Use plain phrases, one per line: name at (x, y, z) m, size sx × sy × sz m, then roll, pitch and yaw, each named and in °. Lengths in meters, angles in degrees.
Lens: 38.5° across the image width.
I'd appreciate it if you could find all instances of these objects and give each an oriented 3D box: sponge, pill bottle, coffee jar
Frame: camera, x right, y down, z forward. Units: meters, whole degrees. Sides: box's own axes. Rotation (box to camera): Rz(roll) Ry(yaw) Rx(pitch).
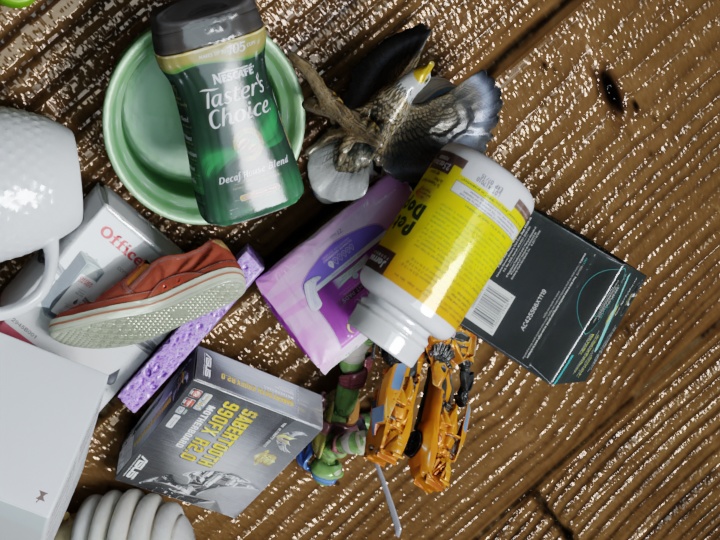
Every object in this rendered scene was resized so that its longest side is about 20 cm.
sponge at (-0.177, 0.058, 1.091) m, size 0.030 × 0.112 × 0.200 m, roll 42°, pitch 91°, yaw -9°
pill bottle at (0.073, -0.012, 0.990) m, size 0.109 × 0.109 × 0.202 m, roll 35°, pitch 87°, yaw -26°
coffee jar at (-0.122, -0.151, 0.942) m, size 0.102 × 0.085 × 0.204 m, roll -19°, pitch 113°, yaw -12°

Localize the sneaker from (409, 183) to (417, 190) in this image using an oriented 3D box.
sneaker at (0.076, -0.016, 1.186) m, size 0.080 × 0.074 × 0.204 m, roll -12°, pitch 118°, yaw -25°

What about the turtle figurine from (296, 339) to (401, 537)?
turtle figurine at (0.019, 0.163, 1.181) m, size 0.143 × 0.198 × 0.198 m, roll -8°, pitch 109°, yaw -49°

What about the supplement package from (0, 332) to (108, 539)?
supplement package at (-0.348, 0.182, 0.988) m, size 0.149 × 0.153 × 0.201 m, roll 22°, pitch 140°, yaw -7°

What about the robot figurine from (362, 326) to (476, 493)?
robot figurine at (0.072, 0.126, 1.114) m, size 0.144 × 0.058 × 0.203 m, roll 32°, pitch 59°, yaw -29°

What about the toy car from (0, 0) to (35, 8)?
toy car at (-0.327, -0.344, 0.882) m, size 0.155 × 0.164 × 0.205 m, roll 7°, pitch 94°, yaw -21°

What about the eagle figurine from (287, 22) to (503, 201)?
eagle figurine at (0.036, -0.163, 1.032) m, size 0.199 × 0.149 × 0.155 m, roll -28°, pitch 110°, yaw -54°

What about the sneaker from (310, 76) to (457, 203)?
sneaker at (0.033, -0.136, 1.114) m, size 0.198 × 0.073 × 0.072 m, roll -36°, pitch 137°, yaw -5°

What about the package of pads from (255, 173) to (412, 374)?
package of pads at (0.000, 0.000, 1.078) m, size 0.199 × 0.076 × 0.121 m, roll -39°, pitch 87°, yaw -3°

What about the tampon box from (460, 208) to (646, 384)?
tampon box at (0.221, 0.031, 1.162) m, size 0.152 × 0.125 × 0.199 m, roll -60°, pitch 158°, yaw 8°

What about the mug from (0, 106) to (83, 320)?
mug at (-0.348, -0.054, 0.959) m, size 0.172 × 0.147 × 0.204 m, roll -8°, pitch 82°, yaw -20°

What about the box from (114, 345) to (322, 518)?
box at (-0.157, 0.183, 1.130) m, size 0.156 × 0.049 × 0.200 m, roll 25°, pitch 128°, yaw -24°

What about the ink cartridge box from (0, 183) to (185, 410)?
ink cartridge box at (-0.276, 0.036, 1.065) m, size 0.145 × 0.085 × 0.201 m, roll 41°, pitch 90°, yaw -27°

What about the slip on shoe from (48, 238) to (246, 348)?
slip on shoe at (-0.210, 0.025, 1.009) m, size 0.197 × 0.062 × 0.074 m, roll -21°, pitch 154°, yaw 0°

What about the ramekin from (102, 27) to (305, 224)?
ramekin at (-0.161, -0.157, 1.029) m, size 0.196 × 0.098 × 0.204 m, roll -7°, pitch 111°, yaw -17°

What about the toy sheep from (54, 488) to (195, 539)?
toy sheep at (-0.251, 0.309, 1.138) m, size 0.195 × 0.138 × 0.141 m, roll 7°, pitch 108°, yaw 0°
